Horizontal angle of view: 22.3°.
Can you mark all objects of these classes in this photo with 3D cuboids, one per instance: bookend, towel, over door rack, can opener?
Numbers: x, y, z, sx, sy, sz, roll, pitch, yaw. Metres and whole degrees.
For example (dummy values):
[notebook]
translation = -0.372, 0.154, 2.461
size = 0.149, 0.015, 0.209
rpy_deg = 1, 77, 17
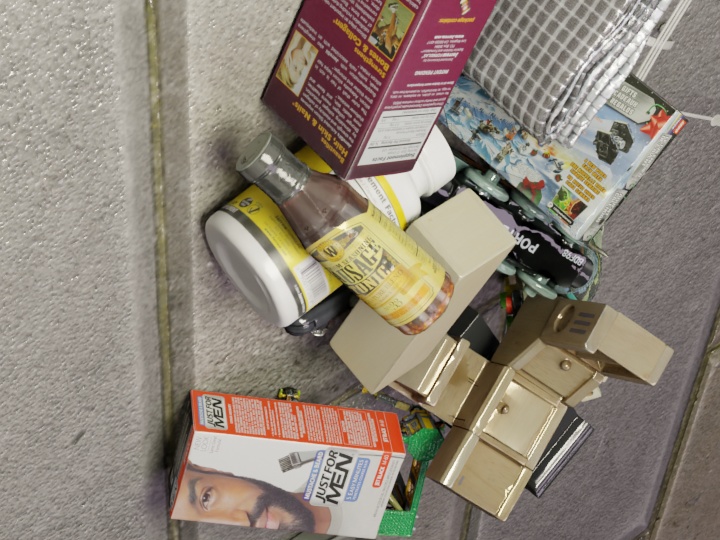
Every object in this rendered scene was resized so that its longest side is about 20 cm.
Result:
[bookend]
translation = 0.110, 0.105, 1.788
size = 0.092, 0.200, 0.199
rpy_deg = -50, 153, -6
[towel]
translation = 0.158, -0.225, 1.479
size = 0.085, 0.166, 0.200
rpy_deg = 8, 121, -51
[over door rack]
translation = 0.335, -0.218, 1.807
size = 0.199, 0.067, 0.148
rpy_deg = 12, 120, -34
[can opener]
translation = 0.000, 0.000, 1.657
size = 0.200, 0.063, 0.079
rpy_deg = -26, 145, -33

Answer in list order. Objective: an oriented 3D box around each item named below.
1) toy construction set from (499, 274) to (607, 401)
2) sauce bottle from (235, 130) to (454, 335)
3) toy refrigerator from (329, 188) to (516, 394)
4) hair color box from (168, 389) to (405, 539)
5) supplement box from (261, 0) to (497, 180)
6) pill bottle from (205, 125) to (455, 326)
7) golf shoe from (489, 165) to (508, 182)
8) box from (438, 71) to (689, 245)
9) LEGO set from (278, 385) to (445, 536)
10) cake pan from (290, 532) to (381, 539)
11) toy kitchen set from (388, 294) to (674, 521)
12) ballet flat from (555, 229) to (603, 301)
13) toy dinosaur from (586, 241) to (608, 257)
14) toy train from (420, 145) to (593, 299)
[toy construction set]
translation = 0.182, 0.039, 1.834
size = 0.092, 0.200, 0.131
rpy_deg = -16, 138, -5
[sauce bottle]
translation = -0.014, -0.030, 1.423
size = 0.200, 0.066, 0.066
rpy_deg = 39, 96, -21
[toy refrigerator]
translation = 0.049, 0.018, 1.569
size = 0.076, 0.070, 0.200
rpy_deg = -32, 165, -36
[hair color box]
translation = -0.070, 0.181, 1.687
size = 0.199, 0.064, 0.111
rpy_deg = 8, 124, -14
[supplement box]
translation = 0.019, -0.183, 1.400
size = 0.085, 0.110, 0.200
rpy_deg = -10, 135, -47
[pill bottle]
translation = -0.021, -0.053, 1.512
size = 0.200, 0.111, 0.111
rpy_deg = -37, 150, -16
[golf shoe]
translation = 0.161, -0.098, 1.764
size = 0.200, 0.078, 0.097
rpy_deg = -56, 170, 23
[box]
translation = 0.161, -0.137, 1.554
size = 0.137, 0.200, 0.040
rpy_deg = -51, 154, 11
[LEGO set]
translation = -0.018, 0.179, 1.808
size = 0.199, 0.116, 0.154
rpy_deg = -2, 115, -11
[cake pan]
translation = -0.062, 0.357, 2.056
size = 0.200, 0.037, 0.201
rpy_deg = -33, 148, -23
[toy kitchen set]
translation = 0.133, 0.108, 1.639
size = 0.201, 0.163, 0.180
rpy_deg = -60, -163, -7
[ballet flat]
translation = 0.210, -0.037, 1.790
size = 0.200, 0.074, 0.074
rpy_deg = -74, 177, -46
[toy dinosaur]
translation = 0.196, -0.112, 1.624
size = 0.077, 0.200, 0.102
rpy_deg = -40, 162, 32
[toy train]
translation = 0.123, -0.048, 1.646
size = 0.200, 0.114, 0.085
rpy_deg = 27, 105, -30
